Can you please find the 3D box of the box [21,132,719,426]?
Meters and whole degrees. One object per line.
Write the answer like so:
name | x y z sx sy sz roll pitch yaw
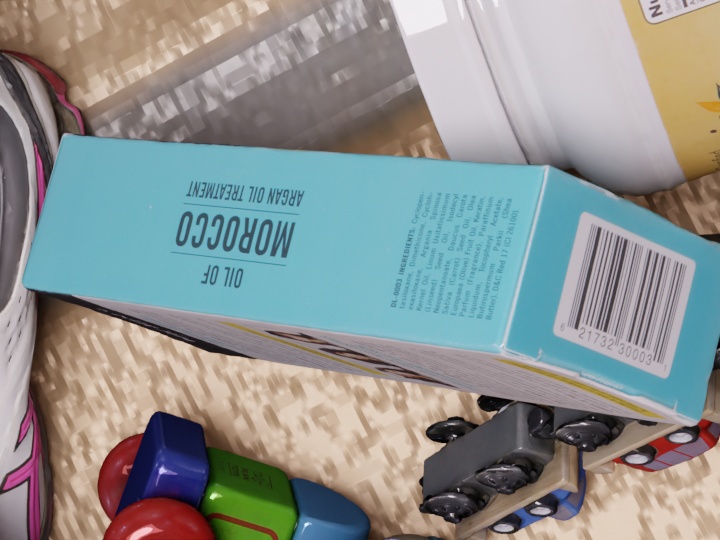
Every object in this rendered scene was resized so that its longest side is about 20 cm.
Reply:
box | 0.000 0.000 0.734 0.199 0.082 0.049 7 79 47

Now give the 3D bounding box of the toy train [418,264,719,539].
toy train | 0.081 0.036 0.750 0.046 0.200 0.034 17 60 -29

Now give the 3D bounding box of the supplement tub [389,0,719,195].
supplement tub | 0.108 -0.105 0.737 0.199 0.144 0.145 -18 89 9

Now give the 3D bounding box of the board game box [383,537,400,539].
board game box | -0.027 0.168 0.750 0.199 0.039 0.159 -21 128 -25

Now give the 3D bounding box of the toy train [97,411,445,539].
toy train | -0.048 0.155 0.813 0.115 0.085 0.201 18 100 -10

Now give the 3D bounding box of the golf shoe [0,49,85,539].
golf shoe | -0.133 0.031 0.807 0.072 0.092 0.201 6 94 7

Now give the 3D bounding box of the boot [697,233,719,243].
boot | 0.138 -0.008 0.786 0.199 0.075 0.097 15 76 8
